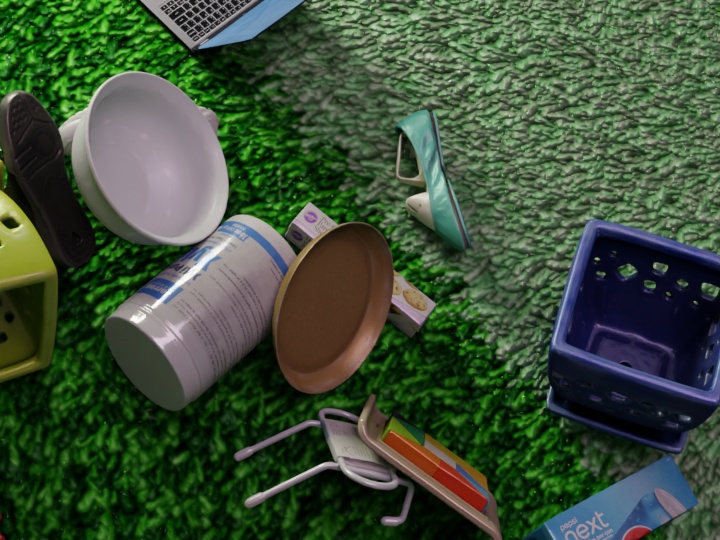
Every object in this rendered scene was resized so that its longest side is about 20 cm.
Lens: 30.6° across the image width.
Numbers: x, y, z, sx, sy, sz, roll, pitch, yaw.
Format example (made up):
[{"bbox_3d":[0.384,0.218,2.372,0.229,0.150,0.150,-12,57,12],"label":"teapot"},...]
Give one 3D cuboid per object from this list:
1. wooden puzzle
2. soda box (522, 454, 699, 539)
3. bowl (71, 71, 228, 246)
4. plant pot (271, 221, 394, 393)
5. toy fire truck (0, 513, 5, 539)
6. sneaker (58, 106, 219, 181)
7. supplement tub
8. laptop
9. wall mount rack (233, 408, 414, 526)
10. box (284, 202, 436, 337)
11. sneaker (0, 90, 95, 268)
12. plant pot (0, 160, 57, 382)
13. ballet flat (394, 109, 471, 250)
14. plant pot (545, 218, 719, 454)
[{"bbox_3d":[0.081,0.211,1.429,0.200,0.185,0.037,41,94,1],"label":"wooden puzzle"},{"bbox_3d":[0.290,0.289,1.522,0.198,0.064,0.068,-22,73,-27],"label":"soda box"},{"bbox_3d":[-0.247,-0.110,1.453,0.200,0.090,0.203,26,54,-42],"label":"bowl"},{"bbox_3d":[-0.035,0.039,1.481,0.027,0.201,0.200,21,50,35],"label":"plant pot"},{"bbox_3d":[-0.340,0.291,1.251,0.140,0.201,0.049,32,52,33],"label":"toy fire truck"},{"bbox_3d":[-0.255,-0.140,1.543,0.198,0.078,0.100,-4,69,-20],"label":"sneaker"},{"bbox_3d":[-0.166,0.043,1.446,0.132,0.132,0.200,45,57,7],"label":"supplement tub"},{"bbox_3d":[-0.158,-0.371,1.670,0.200,0.116,0.187,44,58,6],"label":"laptop"},{"bbox_3d":[-0.039,0.210,1.406,0.172,0.200,0.075,14,102,-15],"label":"wall mount rack"},{"bbox_3d":[0.000,0.000,1.581,0.199,0.039,0.041,40,58,3],"label":"box"},{"bbox_3d":[-0.368,-0.098,1.433,0.113,0.201,0.076,7,37,35],"label":"sneaker"},{"bbox_3d":[-0.430,0.004,1.339,0.197,0.201,0.183,-15,64,-25],"label":"plant pot"},{"bbox_3d":[0.083,-0.107,1.660,0.070,0.067,0.202,-14,67,1],"label":"ballet flat"},{"bbox_3d":[0.326,0.089,1.552,0.198,0.181,0.201,17,57,10],"label":"plant pot"}]
